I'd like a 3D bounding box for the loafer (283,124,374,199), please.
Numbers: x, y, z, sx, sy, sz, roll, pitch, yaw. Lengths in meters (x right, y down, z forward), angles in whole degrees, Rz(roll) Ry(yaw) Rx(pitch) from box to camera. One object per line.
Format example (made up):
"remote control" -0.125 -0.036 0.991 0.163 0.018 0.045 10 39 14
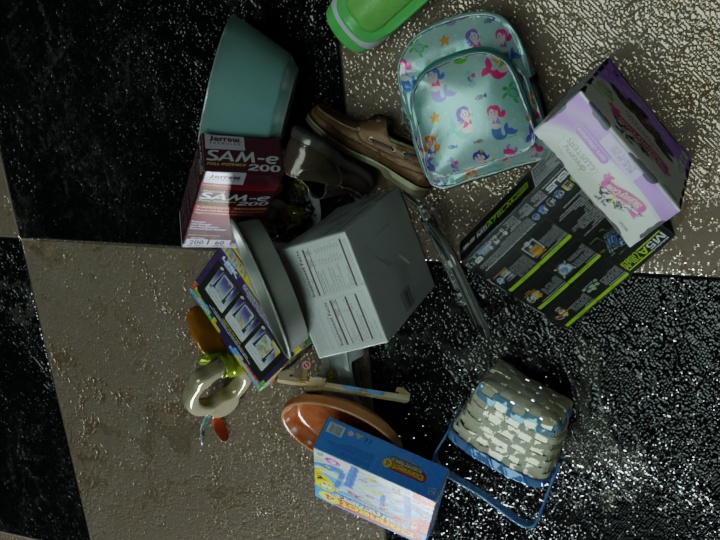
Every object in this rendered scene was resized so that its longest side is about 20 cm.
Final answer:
"loafer" -0.050 -0.132 1.212 0.073 0.199 0.072 34 94 30

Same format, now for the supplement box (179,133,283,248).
"supplement box" -0.179 -0.103 1.227 0.200 0.107 0.062 122 143 -57

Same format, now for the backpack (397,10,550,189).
"backpack" 0.135 -0.214 1.119 0.175 0.151 0.203 -14 96 14

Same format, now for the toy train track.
"toy train track" -0.024 0.164 1.340 0.197 0.033 0.115 10 160 -4

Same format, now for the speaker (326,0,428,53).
"speaker" 0.049 -0.362 1.130 0.199 0.088 0.089 -36 94 31

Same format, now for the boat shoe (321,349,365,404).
"boat shoe" -0.025 0.121 1.376 0.067 0.072 0.203 1 109 8

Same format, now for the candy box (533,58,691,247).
"candy box" 0.297 -0.141 1.040 0.071 0.200 0.168 -39 93 32

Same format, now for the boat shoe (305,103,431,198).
"boat shoe" 0.023 -0.181 1.232 0.198 0.072 0.068 31 116 0

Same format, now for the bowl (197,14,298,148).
"bowl" -0.147 -0.232 1.227 0.104 0.202 0.203 15 118 -4

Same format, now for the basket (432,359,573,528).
"basket" 0.206 0.247 1.275 0.175 0.139 0.202 30 115 17

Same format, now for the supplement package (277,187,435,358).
"supplement package" 0.000 0.000 1.233 0.110 0.200 0.158 -15 104 28

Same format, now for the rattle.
"rattle" -0.261 0.183 1.509 0.142 0.130 0.201 37 148 19

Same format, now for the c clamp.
"c clamp" 0.125 -0.006 1.232 0.027 0.171 0.202 -28 111 -2

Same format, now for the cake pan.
"cake pan" -0.120 0.018 1.205 0.036 0.200 0.203 -23 103 -10

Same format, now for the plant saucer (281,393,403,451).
"plant saucer" -0.027 0.248 1.404 0.198 0.033 0.201 16 146 11

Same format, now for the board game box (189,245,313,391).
"board game box" -0.161 0.060 1.376 0.201 0.056 0.165 54 137 7

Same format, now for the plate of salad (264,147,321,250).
"plate of salad" -0.152 -0.096 1.354 0.197 0.048 0.203 9 113 21

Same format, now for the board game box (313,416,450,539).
"board game box" 0.027 0.326 1.385 0.198 0.056 0.197 21 147 13

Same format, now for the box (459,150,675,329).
"box" 0.259 -0.038 1.147 0.192 0.048 0.200 28 124 -22
